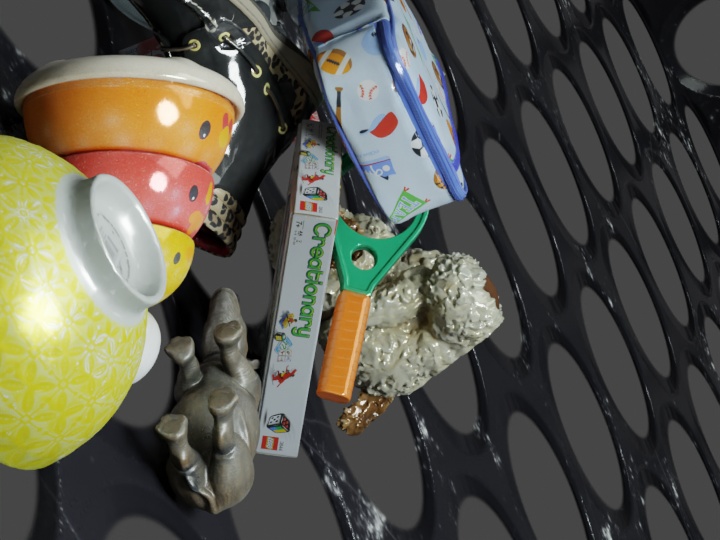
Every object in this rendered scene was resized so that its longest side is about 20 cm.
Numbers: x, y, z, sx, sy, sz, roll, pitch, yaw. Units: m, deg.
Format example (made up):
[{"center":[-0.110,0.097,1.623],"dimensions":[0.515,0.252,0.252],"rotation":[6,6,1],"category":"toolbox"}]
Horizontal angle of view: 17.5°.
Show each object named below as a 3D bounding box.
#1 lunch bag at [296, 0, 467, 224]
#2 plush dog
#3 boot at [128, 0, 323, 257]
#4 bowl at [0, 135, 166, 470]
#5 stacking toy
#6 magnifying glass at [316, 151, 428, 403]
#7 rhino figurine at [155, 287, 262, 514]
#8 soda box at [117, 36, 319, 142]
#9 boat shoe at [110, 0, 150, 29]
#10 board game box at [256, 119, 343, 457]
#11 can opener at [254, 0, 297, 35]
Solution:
[{"center":[0.019,-0.132,1.657],"dimensions":[0.160,0.075,0.200],"rotation":[60,13,-29],"category":"lunch bag"},{"center":[-0.004,0.015,1.813],"dimensions":[0.172,0.160,0.200],"rotation":[49,-5,-7],"category":"plush dog"},{"center":[-0.118,-0.115,1.595],"dimensions":[0.200,0.073,0.151],"rotation":[41,68,-42],"category":"boot"},{"center":[-0.175,0.001,1.326],"dimensions":[0.200,0.108,0.200],"rotation":[54,22,-34],"category":"bowl"},{"center":[-0.146,-0.025,1.467],"dimensions":[0.146,0.146,0.200],"rotation":[27,61,-64],"category":"stacking toy"},{"center":[0.000,0.000,1.705],"dimensions":[0.022,0.079,0.200],"rotation":[119,-16,-65],"category":"magnifying glass"},{"center":[-0.095,0.079,1.536],"dimensions":[0.200,0.060,0.088],"rotation":[-86,168,-56],"category":"rhino figurine"},{"center":[-0.103,-0.133,1.760],"dimensions":[0.200,0.070,0.064],"rotation":[10,61,-68],"category":"soda box"},{"center":[-0.173,-0.252,1.699],"dimensions":[0.200,0.073,0.067],"rotation":[48,29,-44],"category":"boat shoe"},{"center":[-0.043,0.013,1.629],"dimensions":[0.126,0.035,0.200],"rotation":[-88,-173,-57],"category":"board game box"},{"center":[-0.069,-0.205,1.954],"dimensions":[0.053,0.067,0.200],"rotation":[55,21,-30],"category":"can opener"}]
